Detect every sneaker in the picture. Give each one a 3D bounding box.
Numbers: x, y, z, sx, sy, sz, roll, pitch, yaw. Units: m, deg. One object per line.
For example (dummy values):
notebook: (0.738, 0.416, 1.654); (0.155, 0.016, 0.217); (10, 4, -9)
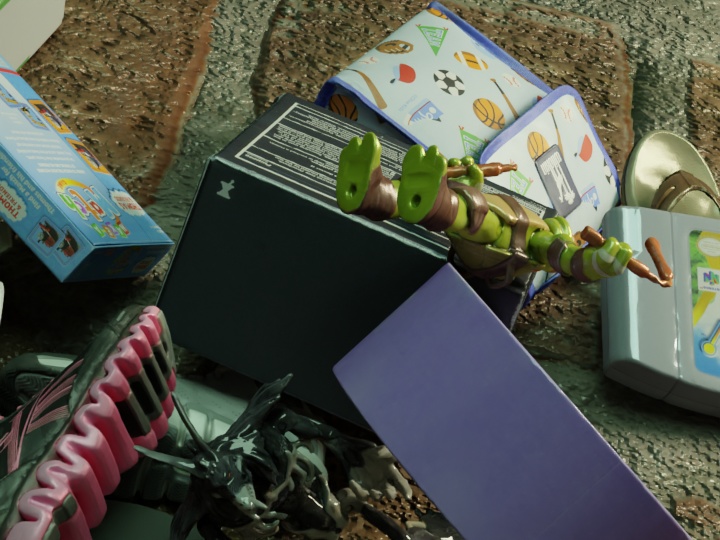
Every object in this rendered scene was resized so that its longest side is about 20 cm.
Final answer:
sneaker: (-0.168, 0.090, 1.211); (0.095, 0.079, 0.201); (8, 45, 23)
sneaker: (-0.111, 0.081, 1.334); (0.198, 0.075, 0.116); (21, 29, -4)

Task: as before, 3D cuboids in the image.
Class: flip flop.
flip flop: (0.224, -0.024, 1.554); (0.080, 0.058, 0.201); (19, 44, -12)

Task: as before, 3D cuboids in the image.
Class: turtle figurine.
turtle figurine: (0.062, -0.028, 1.232); (0.161, 0.065, 0.200); (19, 10, -40)

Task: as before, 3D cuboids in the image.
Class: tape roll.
tape roll: (0.081, 0.098, 1.174); (0.085, 0.200, 0.200); (-41, 47, 2)

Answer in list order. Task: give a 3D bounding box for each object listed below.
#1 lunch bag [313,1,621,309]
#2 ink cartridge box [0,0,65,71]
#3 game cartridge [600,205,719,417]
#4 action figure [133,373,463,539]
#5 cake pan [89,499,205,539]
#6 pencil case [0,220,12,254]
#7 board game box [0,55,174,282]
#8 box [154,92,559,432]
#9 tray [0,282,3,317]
lunch bag: (0.073, -0.072, 1.562); (0.200, 0.124, 0.170); (39, 39, 9)
ink cartridge box: (-0.334, -0.215, 1.671); (0.198, 0.085, 0.145); (17, 34, 9)
game cartridge: (0.255, 0.034, 1.485); (0.198, 0.041, 0.134); (8, 64, -13)
action figure: (-0.020, 0.133, 1.181); (0.199, 0.119, 0.102); (30, 3, -28)
cake pan: (-0.137, 0.190, 1.189); (0.198, 0.037, 0.201); (8, 34, -6)
pencil case: (-0.313, -0.027, 1.363); (0.199, 0.089, 0.078); (12, 52, -28)
board game box: (-0.216, -0.077, 1.428); (0.200, 0.037, 0.151); (46, 11, 9)
box: (0.000, 0.000, 1.369); (0.199, 0.124, 0.198); (24, 17, 5)
tray: (-0.295, 0.050, 1.218); (0.198, 0.022, 0.108); (2, 54, -2)
